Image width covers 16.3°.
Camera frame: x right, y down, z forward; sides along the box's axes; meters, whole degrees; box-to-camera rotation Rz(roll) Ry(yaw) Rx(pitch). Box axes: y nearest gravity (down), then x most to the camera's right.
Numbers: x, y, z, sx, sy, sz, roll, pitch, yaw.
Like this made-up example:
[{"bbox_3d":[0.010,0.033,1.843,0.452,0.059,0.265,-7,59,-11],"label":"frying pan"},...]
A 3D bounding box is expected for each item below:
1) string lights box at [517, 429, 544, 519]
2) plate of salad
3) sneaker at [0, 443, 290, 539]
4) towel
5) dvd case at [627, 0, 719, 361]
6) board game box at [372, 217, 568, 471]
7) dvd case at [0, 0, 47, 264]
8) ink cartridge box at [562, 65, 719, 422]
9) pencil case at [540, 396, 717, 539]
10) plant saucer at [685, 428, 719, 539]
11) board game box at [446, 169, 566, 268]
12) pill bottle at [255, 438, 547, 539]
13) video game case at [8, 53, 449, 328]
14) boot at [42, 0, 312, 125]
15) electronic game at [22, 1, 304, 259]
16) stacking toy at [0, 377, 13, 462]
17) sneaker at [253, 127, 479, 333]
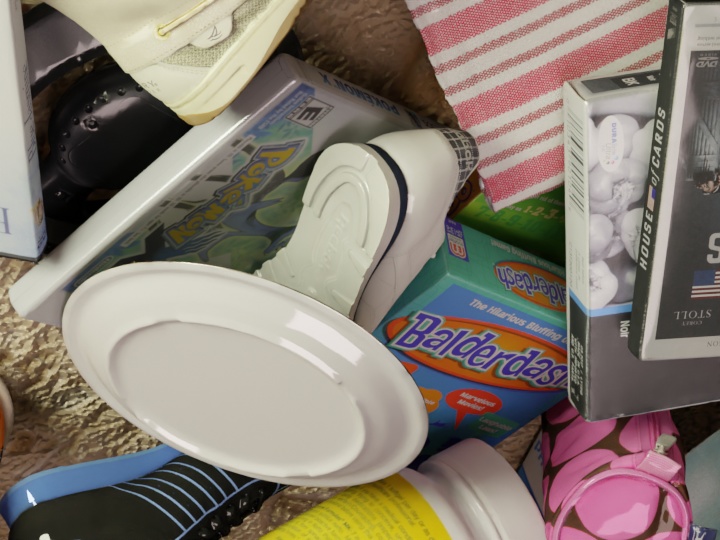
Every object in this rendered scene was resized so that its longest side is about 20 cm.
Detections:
[{"bbox_3d":[0.133,0.194,1.655,0.102,0.059,0.201,4,132,-26],"label":"string lights box"},{"bbox_3d":[-0.058,0.049,1.307,0.199,0.048,0.201,14,147,9],"label":"plate of salad"},{"bbox_3d":[-0.099,0.136,1.408,0.199,0.078,0.070,-17,151,-13],"label":"sneaker"},{"bbox_3d":[0.103,-0.135,1.314,0.145,0.030,0.201,-24,129,0],"label":"towel"},{"bbox_3d":[0.222,-0.050,1.323,0.149,0.025,0.201,-3,115,-15],"label":"dvd case"},{"bbox_3d":[0.036,0.057,1.459,0.151,0.045,0.200,21,135,-36],"label":"board game box"},{"bbox_3d":[-0.226,-0.087,1.206,0.142,0.018,0.201,10,139,7],"label":"dvd case"},{"bbox_3d":[0.209,-0.024,1.371,0.198,0.043,0.200,-11,119,-12],"label":"ink cartridge box"},{"bbox_3d":[0.151,0.100,1.471,0.090,0.200,0.094,14,116,-7],"label":"pencil case"},{"bbox_3d":[0.211,0.170,1.582,0.200,0.039,0.202,-35,153,-20],"label":"plant saucer"},{"bbox_3d":[0.110,-0.045,1.426,0.200,0.030,0.095,-40,135,23],"label":"board game box"},{"bbox_3d":[0.004,0.182,1.442,0.199,0.114,0.115,-28,141,-21],"label":"pill bottle"},{"bbox_3d":[-0.062,-0.027,1.339,0.200,0.022,0.182,-40,154,18],"label":"video game case"},{"bbox_3d":[-0.076,-0.187,1.171,0.154,0.072,0.201,34,96,-25],"label":"boot"},{"bbox_3d":[-0.122,-0.076,1.291,0.199,0.042,0.201,-17,143,-13],"label":"electronic game"},{"bbox_3d":[-0.244,0.147,1.352,0.145,0.201,0.147,-11,138,-11],"label":"stacking toy"},{"bbox_3d":[0.000,0.000,1.354,0.080,0.077,0.200,-23,158,-39],"label":"sneaker"}]
